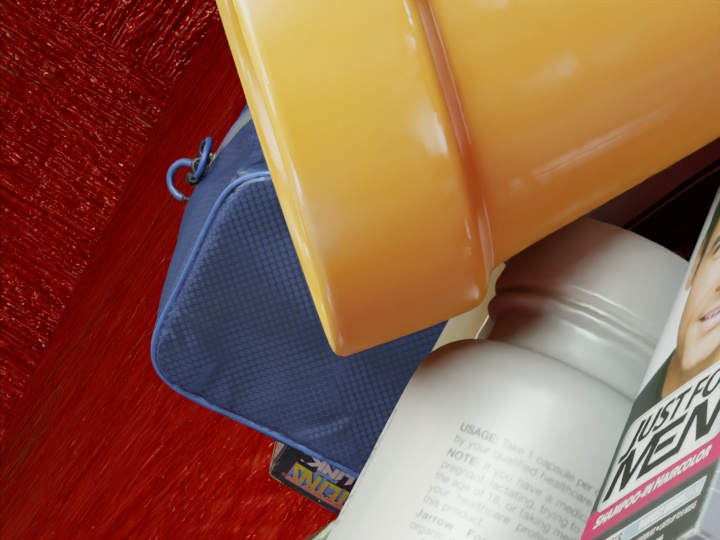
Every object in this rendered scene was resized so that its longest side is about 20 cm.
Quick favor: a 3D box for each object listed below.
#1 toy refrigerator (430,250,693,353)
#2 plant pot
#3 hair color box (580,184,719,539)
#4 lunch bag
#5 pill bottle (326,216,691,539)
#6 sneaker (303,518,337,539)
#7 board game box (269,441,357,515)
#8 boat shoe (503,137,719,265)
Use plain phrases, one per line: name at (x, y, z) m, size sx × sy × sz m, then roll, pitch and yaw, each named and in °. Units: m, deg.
toy refrigerator at (0.082, 0.027, 1.136) m, size 0.201 × 0.076 × 0.070 m, roll -60°, pitch 10°, yaw -8°
plant pot at (0.048, -0.093, 0.934) m, size 0.182 × 0.201 × 0.200 m, roll -17°, pitch 11°, yaw -3°
hair color box at (0.138, 0.030, 0.888) m, size 0.099 × 0.060 × 0.201 m, roll -44°, pitch 17°, yaw 57°
lunch bag at (0.000, 0.000, 1.263) m, size 0.136 × 0.199 × 0.133 m, roll -59°, pitch 7°, yaw 29°
pill bottle at (0.056, 0.087, 0.971) m, size 0.201 × 0.114 × 0.114 m, roll -62°, pitch 10°, yaw -15°
sneaker at (-0.026, 0.168, 1.272) m, size 0.076 × 0.070 × 0.200 m, roll -56°, pitch 11°, yaw 9°
board game box at (0.023, 0.016, 1.523) m, size 0.166 × 0.056 × 0.200 m, roll -56°, pitch 11°, yaw 29°
boat shoe at (0.144, -0.050, 1.055) m, size 0.199 × 0.068 × 0.074 m, roll -37°, pitch 42°, yaw 3°
